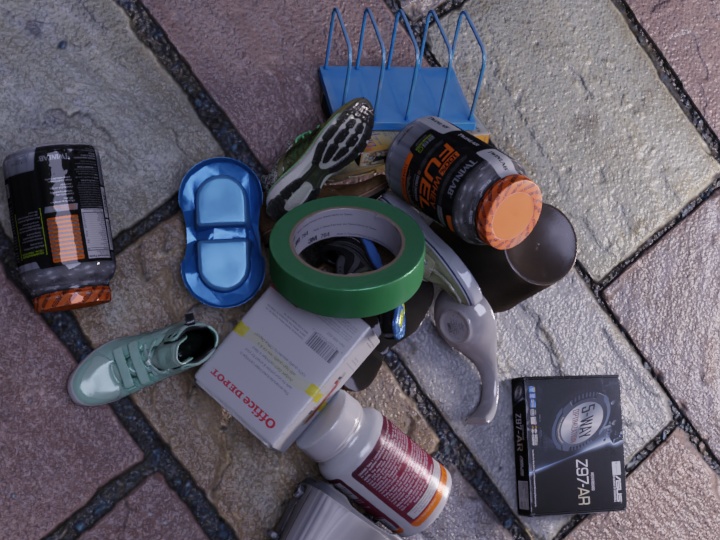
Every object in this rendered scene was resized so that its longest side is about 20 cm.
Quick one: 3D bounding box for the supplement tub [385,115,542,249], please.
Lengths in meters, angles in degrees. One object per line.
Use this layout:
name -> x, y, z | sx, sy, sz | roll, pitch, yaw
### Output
supplement tub -> 0.134, -0.112, 1.618 | 0.122, 0.200, 0.123 | -21, 127, -30

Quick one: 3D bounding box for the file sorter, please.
file sorter -> 0.057, -0.281, 1.715 | 0.199, 0.123, 0.139 | -2, 42, -13

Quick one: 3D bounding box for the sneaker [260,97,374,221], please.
sneaker -> -0.067, -0.163, 1.659 | 0.200, 0.089, 0.077 | -46, 140, 8

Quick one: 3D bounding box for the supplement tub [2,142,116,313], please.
supplement tub -> -0.376, -0.052, 1.571 | 0.122, 0.122, 0.201 | -7, 86, -20

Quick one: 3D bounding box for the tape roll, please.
tape roll -> -0.017, -0.020, 1.596 | 0.200, 0.201, 0.048 | -15, 131, -21

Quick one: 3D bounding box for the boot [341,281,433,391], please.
boot -> 0.023, 0.081, 1.723 | 0.074, 0.075, 0.200 | 43, 71, -9

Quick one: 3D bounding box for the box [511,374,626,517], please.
box -> 0.304, 0.254, 1.822 | 0.160, 0.044, 0.201 | 1, 83, -19

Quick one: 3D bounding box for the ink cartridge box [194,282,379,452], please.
ink cartridge box -> -0.095, 0.115, 1.627 | 0.145, 0.083, 0.200 | 39, 84, 16

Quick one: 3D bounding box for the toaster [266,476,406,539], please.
toaster -> -0.028, 0.376, 1.652 | 0.200, 0.114, 0.129 | 38, 76, -14

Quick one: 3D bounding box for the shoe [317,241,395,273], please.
shoe -> 0.000, 0.000, 1.739 | 0.200, 0.053, 0.070 | -32, 87, -19

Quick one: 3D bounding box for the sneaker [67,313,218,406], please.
sneaker -> -0.275, 0.112, 1.590 | 0.200, 0.118, 0.074 | -25, 94, -20

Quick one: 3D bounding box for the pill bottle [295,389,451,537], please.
pill bottle -> 0.016, 0.255, 1.666 | 0.200, 0.114, 0.114 | 42, 72, -20

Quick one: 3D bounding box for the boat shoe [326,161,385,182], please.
boat shoe -> 0.039, -0.167, 1.773 | 0.200, 0.063, 0.073 | -13, 45, -25

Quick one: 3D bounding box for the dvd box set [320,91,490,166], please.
dvd box set -> 0.062, -0.211, 1.752 | 0.199, 0.029, 0.146 | -11, 46, -22

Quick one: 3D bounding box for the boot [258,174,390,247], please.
boot -> -0.051, -0.103, 1.716 | 0.199, 0.074, 0.076 | -21, 80, -9

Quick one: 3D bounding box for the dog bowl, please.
dog bowl -> -0.184, -0.048, 1.668 | 0.111, 0.050, 0.201 | -3, 84, -5

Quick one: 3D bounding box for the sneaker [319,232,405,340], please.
sneaker -> 0.003, 0.026, 1.634 | 0.082, 0.071, 0.200 | -18, 45, -15

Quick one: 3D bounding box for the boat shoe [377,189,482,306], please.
boat shoe -> 0.084, -0.020, 1.708 | 0.062, 0.072, 0.200 | -40, 78, -8

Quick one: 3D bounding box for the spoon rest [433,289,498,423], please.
spoon rest -> 0.158, 0.114, 1.771 | 0.061, 0.099, 0.201 | -25, 106, -49

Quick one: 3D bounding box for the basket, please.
basket -> 0.203, -0.025, 1.736 | 0.180, 0.200, 0.136 | 34, 73, -12
